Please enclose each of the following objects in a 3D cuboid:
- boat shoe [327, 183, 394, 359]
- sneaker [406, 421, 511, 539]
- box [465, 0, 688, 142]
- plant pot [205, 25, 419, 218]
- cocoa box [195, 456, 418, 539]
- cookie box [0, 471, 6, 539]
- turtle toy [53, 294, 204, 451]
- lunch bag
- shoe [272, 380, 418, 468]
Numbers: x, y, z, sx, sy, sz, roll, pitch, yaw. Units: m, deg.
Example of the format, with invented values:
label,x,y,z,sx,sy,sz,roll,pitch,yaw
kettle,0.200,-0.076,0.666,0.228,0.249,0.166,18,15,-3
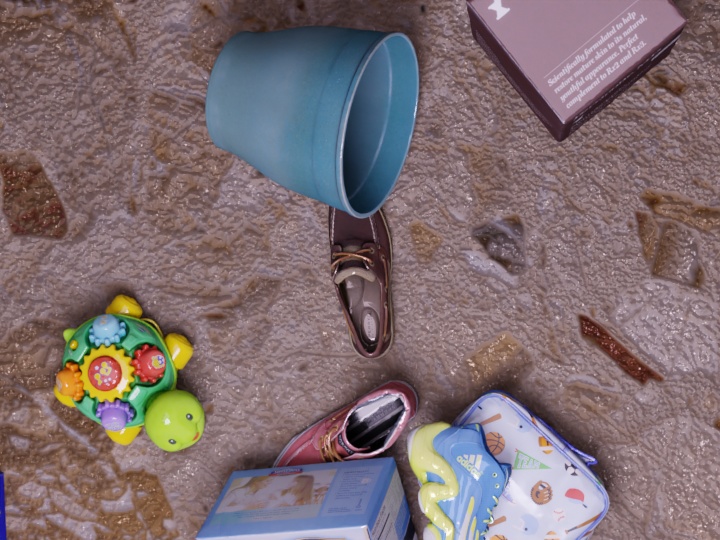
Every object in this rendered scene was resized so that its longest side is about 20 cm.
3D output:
label,x,y,z,sx,sy,sz,roll,pitch,yaw
boat shoe,0.000,0.000,1.628,0.071,0.072,0.202,-6,88,6
sneaker,0.116,0.253,1.535,0.104,0.076,0.202,-16,82,12
box,0.225,-0.257,1.544,0.165,0.200,0.165,-38,86,5
plant pot,-0.060,-0.176,1.586,0.186,0.200,0.202,15,91,20
cocoa box,-0.053,0.295,1.563,0.198,0.134,0.132,-8,114,19
cookie box,-0.451,0.335,1.626,0.074,0.171,0.202,-2,88,3
turtle toy,-0.257,0.127,1.641,0.199,0.101,0.146,35,93,6
lunch bag,0.173,0.237,1.606,0.200,0.076,0.160,43,91,6
shoe,-0.024,0.192,1.618,0.199,0.091,0.072,-36,85,5
